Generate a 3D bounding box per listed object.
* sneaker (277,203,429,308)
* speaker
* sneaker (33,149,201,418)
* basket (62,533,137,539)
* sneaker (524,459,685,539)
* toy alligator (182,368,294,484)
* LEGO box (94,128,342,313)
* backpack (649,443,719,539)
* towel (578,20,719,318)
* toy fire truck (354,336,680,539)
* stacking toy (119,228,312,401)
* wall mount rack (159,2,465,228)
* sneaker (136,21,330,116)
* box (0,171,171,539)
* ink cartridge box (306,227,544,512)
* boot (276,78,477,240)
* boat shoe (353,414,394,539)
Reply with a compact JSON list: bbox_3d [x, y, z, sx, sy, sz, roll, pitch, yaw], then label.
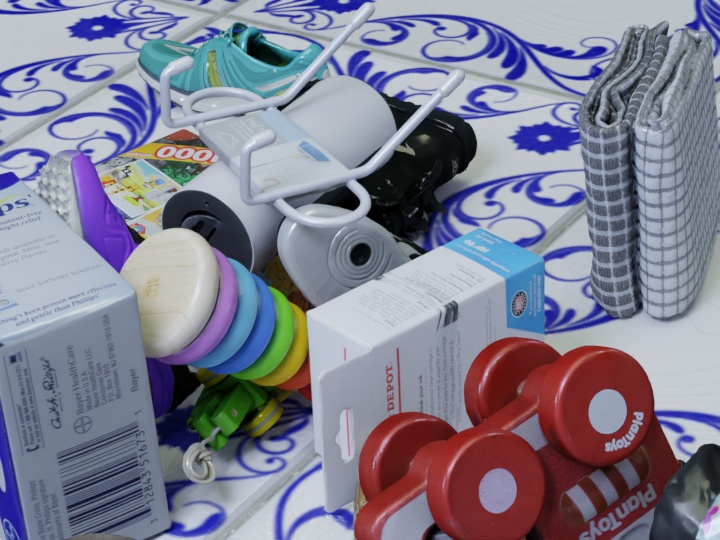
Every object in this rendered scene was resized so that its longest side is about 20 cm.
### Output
[{"bbox_3d":[0.000,0.000,1.501,0.200,0.073,0.112,29,3,-35],"label":"sneaker"},{"bbox_3d":[-0.057,-0.066,1.517,0.081,0.081,0.200,15,35,28],"label":"speaker"},{"bbox_3d":[-0.157,0.006,1.440,0.099,0.201,0.070,-20,17,-26],"label":"sneaker"},{"bbox_3d":[-0.149,0.241,1.114,0.180,0.136,0.200,2,27,0],"label":"basket"},{"bbox_3d":[0.181,0.139,1.292,0.199,0.090,0.070,3,31,10],"label":"sneaker"},{"bbox_3d":[-0.093,0.092,1.436,0.054,0.059,0.200,-34,14,34],"label":"toy alligator"},{"bbox_3d":[-0.128,-0.022,1.604,0.149,0.077,0.200,-27,38,-35],"label":"LEGO box"},{"bbox_3d":[0.256,0.197,1.147,0.200,0.167,0.127,25,60,34],"label":"backpack"},{"bbox_3d":[0.217,-0.080,1.590,0.085,0.166,0.200,1,30,18],"label":"towel"},{"bbox_3d":[0.102,0.140,1.202,0.200,0.168,0.112,-34,15,-22],"label":"toy fire truck"},{"bbox_3d":[-0.070,0.043,1.398,0.085,0.086,0.200,31,2,43],"label":"stacking toy"},{"bbox_3d":[-0.035,-0.112,1.450,0.173,0.075,0.200,-17,39,-28],"label":"wall mount rack"},{"bbox_3d":[-0.110,-0.186,1.879,0.199,0.080,0.078,12,34,26],"label":"sneaker"},{"bbox_3d":[-0.220,0.064,1.364,0.105,0.185,0.200,-20,34,-24],"label":"box"},{"bbox_3d":[0.031,0.065,1.405,0.200,0.116,0.068,-25,37,-34],"label":"ink cartridge box"},{"bbox_3d":[-0.015,-0.082,1.708,0.198,0.074,0.162,14,38,25],"label":"boot"},{"bbox_3d":[0.026,0.163,1.277,0.075,0.074,0.200,-6,33,-4],"label":"boat shoe"}]
